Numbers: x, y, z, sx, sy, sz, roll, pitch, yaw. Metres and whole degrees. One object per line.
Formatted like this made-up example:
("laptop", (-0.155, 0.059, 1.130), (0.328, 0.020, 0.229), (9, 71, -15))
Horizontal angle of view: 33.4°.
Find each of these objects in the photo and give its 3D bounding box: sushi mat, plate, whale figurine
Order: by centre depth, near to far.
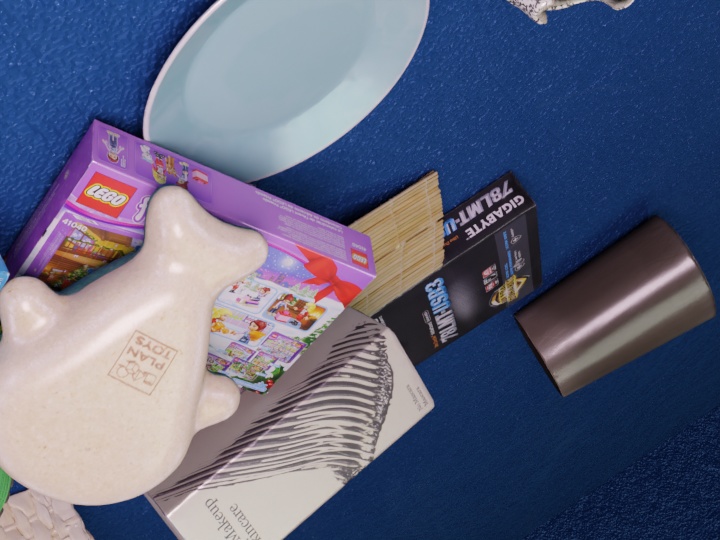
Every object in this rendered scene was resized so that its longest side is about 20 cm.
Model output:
("whale figurine", (-0.139, 0.038, 0.707), (0.158, 0.104, 0.201), (29, 103, -26))
("plate", (-0.046, -0.127, 0.732), (0.199, 0.026, 0.201), (-28, 155, -14))
("sushi mat", (0.000, 0.000, 0.959), (0.199, 0.012, 0.096), (-34, 131, -36))

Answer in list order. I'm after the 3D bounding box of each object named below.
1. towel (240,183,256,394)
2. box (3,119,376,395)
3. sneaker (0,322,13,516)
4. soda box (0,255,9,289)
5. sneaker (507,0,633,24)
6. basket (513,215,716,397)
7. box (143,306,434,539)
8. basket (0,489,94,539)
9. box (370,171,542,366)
("towel", (-0.103, 0.055, 0.847), (0.146, 0.030, 0.202), (-28, 114, -20))
("box", (-0.108, 0.000, 0.754), (0.199, 0.039, 0.137), (22, 129, -30))
("sneaker", (-0.259, 0.100, 0.765), (0.085, 0.077, 0.201), (68, 42, -57))
("soda box", (-0.279, 0.043, 0.687), (0.064, 0.068, 0.200), (-1, 140, -49))
("sneaker", (0.157, -0.202, 0.781), (0.199, 0.089, 0.077), (-24, 155, -25))
("basket", (0.291, 0.048, 1.399), (0.199, 0.137, 0.180), (-31, 164, 1))
("box", (-0.050, 0.120, 0.842), (0.200, 0.068, 0.082), (-40, 118, -15))
("basket", (-0.281, 0.300, 1.028), (0.135, 0.200, 0.124), (-20, 147, -32))
("box", (0.080, 0.015, 1.152), (0.198, 0.050, 0.200), (-34, 156, -5))
